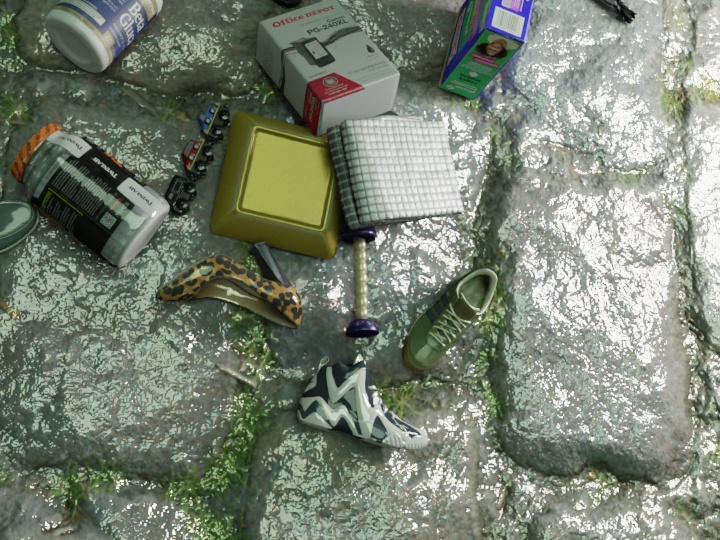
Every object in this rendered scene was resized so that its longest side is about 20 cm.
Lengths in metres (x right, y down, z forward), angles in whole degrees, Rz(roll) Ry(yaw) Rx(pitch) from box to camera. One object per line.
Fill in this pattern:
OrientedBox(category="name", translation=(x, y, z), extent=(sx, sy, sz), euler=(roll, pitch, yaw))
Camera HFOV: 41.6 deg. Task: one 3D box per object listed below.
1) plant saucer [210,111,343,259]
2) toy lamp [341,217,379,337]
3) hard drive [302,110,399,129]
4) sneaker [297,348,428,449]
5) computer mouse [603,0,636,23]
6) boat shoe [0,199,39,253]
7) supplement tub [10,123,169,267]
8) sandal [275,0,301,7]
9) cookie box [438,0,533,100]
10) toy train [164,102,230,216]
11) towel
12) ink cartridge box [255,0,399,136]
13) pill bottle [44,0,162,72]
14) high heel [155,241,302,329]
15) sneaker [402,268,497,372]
OrientedBox(category="plant saucer", translation=(-0.113, -0.135, 1.450), extent=(0.200, 0.048, 0.200), euler=(12, 79, -11))
OrientedBox(category="toy lamp", translation=(0.000, 0.000, 1.460), extent=(0.058, 0.058, 0.200), euler=(2, 72, -18))
OrientedBox(category="hard drive", translation=(0.010, -0.210, 1.542), extent=(0.200, 0.033, 0.140), euler=(32, 66, -6))
OrientedBox(category="sneaker", translation=(0.015, 0.185, 1.393), extent=(0.199, 0.079, 0.130), euler=(15, 78, -2))
OrientedBox(category="computer mouse", translation=(0.523, -0.573, 1.821), extent=(0.110, 0.044, 0.200), euler=(36, 72, 0))
OrientedBox(category="boat shoe", translation=(-0.540, -0.055, 1.296), extent=(0.200, 0.062, 0.073), euler=(-18, 80, -22))
OrientedBox(category="supplement tub", translation=(-0.381, -0.108, 1.332), extent=(0.200, 0.123, 0.123), euler=(39, 66, -4))
OrientedBox(category="sandal", translation=(-0.179, -0.511, 1.567), extent=(0.200, 0.045, 0.075), euler=(28, 67, -8))
OrientedBox(category="cookie box", translation=(0.214, -0.407, 1.579), extent=(0.075, 0.200, 0.171), euler=(19, 68, -10))
OrientedBox(category="toy train", translation=(-0.250, -0.175, 1.447), extent=(0.046, 0.034, 0.200), euler=(20, 69, 2))
OrientedBox(category="towel", translation=(0.051, -0.152, 1.458), extent=(0.200, 0.086, 0.166), euler=(-8, 83, -37))
OrientedBox(category="ink cartridge box", translation=(-0.055, -0.324, 1.493), extent=(0.145, 0.083, 0.200), euler=(-25, 62, -23))
OrientedBox(category="pill bottle", translation=(-0.371, -0.405, 1.434), extent=(0.111, 0.111, 0.200), euler=(37, 66, -4))
OrientedBox(category="high heel", translation=(-0.184, 0.047, 1.374), extent=(0.200, 0.071, 0.143), euler=(-22, 75, -32))
OrientedBox(category="sneaker", translation=(0.142, 0.068, 1.466), extent=(0.067, 0.090, 0.200), euler=(43, 66, -3))
